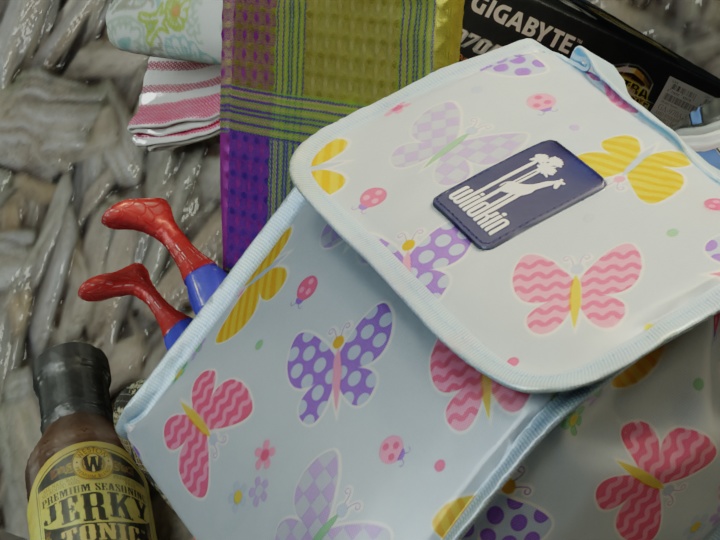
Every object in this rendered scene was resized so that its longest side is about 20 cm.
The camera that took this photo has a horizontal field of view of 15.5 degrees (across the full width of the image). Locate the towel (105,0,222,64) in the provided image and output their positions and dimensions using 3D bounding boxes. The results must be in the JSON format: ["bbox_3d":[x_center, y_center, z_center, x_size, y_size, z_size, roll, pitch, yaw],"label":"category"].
[{"bbox_3d":[-0.042,-0.199,1.366,0.171,0.048,0.200,10,76,53],"label":"towel"}]

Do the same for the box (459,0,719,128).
[{"bbox_3d":[0.048,-0.116,1.149,0.046,0.159,0.200,-62,36,10],"label":"box"}]

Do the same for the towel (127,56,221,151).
[{"bbox_3d":[-0.058,-0.168,1.420,0.146,0.030,0.200,-17,57,45],"label":"towel"}]

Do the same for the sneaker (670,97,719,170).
[{"bbox_3d":[0.176,-0.030,1.013,0.200,0.076,0.077,-32,48,42],"label":"sneaker"}]

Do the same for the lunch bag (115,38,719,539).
[{"bbox_3d":[0.038,0.033,0.844,0.200,0.127,0.170,-50,42,10],"label":"lunch bag"}]

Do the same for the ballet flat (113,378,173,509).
[{"bbox_3d":[-0.021,0.095,1.105,0.075,0.200,0.068,-59,-20,-52],"label":"ballet flat"}]

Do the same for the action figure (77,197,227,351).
[{"bbox_3d":[-0.065,0.061,1.051,0.200,0.099,0.065,46,135,29],"label":"action figure"}]

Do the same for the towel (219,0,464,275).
[{"bbox_3d":[-0.008,-0.044,1.056,0.144,0.023,0.200,11,103,50],"label":"towel"}]

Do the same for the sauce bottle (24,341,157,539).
[{"bbox_3d":[-0.136,0.124,1.318,0.065,0.065,0.200,-42,44,28],"label":"sauce bottle"}]

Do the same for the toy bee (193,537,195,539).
[{"bbox_3d":[-0.044,0.173,1.159,0.131,0.109,0.200,-21,25,33],"label":"toy bee"}]

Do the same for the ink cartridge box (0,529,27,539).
[{"bbox_3d":[-0.223,0.241,1.355,0.200,0.067,0.117,-53,38,14],"label":"ink cartridge box"}]
